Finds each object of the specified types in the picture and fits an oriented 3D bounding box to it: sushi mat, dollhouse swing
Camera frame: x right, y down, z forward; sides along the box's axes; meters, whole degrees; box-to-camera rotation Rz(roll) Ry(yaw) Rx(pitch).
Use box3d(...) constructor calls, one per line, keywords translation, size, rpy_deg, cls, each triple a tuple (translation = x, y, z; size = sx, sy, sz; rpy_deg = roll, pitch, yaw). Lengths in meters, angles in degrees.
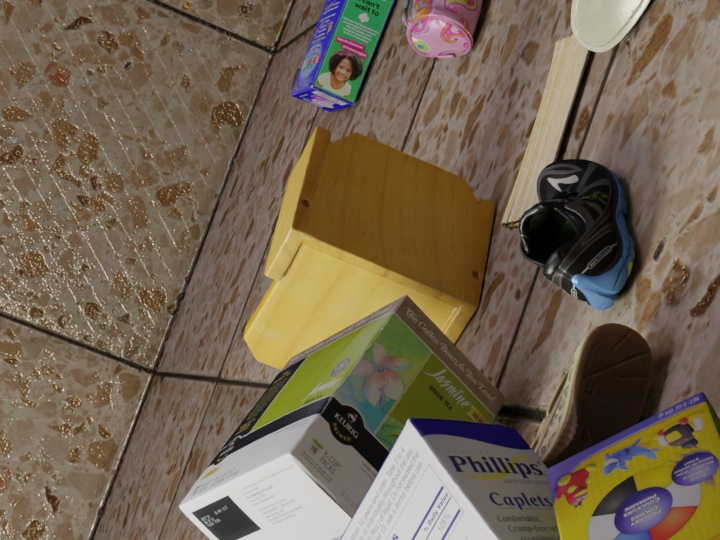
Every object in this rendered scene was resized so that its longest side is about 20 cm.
box3d(translation=(0.179, -0.137, 1.767), size=(0.096, 0.012, 0.201), rpy_deg=(154, 136, -70), cls="sushi mat")
box3d(translation=(0.000, 0.000, 1.858), size=(0.176, 0.199, 0.183), rpy_deg=(128, 159, -53), cls="dollhouse swing")

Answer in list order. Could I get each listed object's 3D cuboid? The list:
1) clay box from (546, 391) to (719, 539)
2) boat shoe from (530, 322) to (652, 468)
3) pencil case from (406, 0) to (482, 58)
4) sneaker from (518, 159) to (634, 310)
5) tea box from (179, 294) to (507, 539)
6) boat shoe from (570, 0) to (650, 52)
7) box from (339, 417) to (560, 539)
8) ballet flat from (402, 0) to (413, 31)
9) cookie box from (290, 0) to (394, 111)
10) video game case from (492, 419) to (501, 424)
box3d(translation=(0.179, 0.163, 1.096), size=(0.115, 0.048, 0.200), rpy_deg=(-28, 24, 12), cls="clay box")
box3d(translation=(0.154, 0.137, 1.317), size=(0.063, 0.073, 0.201), rpy_deg=(131, 162, -75), cls="boat shoe")
box3d(translation=(0.113, -0.348, 2.230), size=(0.087, 0.087, 0.201), rpy_deg=(131, 158, -55), cls="pencil case")
box3d(translation=(0.168, -0.042, 1.504), size=(0.200, 0.082, 0.071), rpy_deg=(-92, 28, -61), cls="sneaker")
box3d(translation=(-0.016, 0.154, 1.582), size=(0.200, 0.134, 0.197), rpy_deg=(-30, 19, 53), cls="tea box")
box3d(translation=(0.249, -0.282, 1.646), size=(0.068, 0.072, 0.201), rpy_deg=(-27, -34, -50), cls="boat shoe")
box3d(translation=(0.076, 0.229, 1.220), size=(0.200, 0.105, 0.184), rpy_deg=(51, 124, 40), cls="box")
box3d(translation=(0.091, -0.363, 2.392), size=(0.071, 0.069, 0.201), rpy_deg=(96, -174, -58), cls="ballet flat")
box3d(translation=(-0.023, -0.346, 2.776), size=(0.171, 0.075, 0.201), rpy_deg=(-173, 104, -77), cls="cookie box")
box3d(translation=(0.076, 0.247, 1.546), size=(0.200, 0.022, 0.183), rpy_deg=(-93, 27, -60), cls="video game case")
